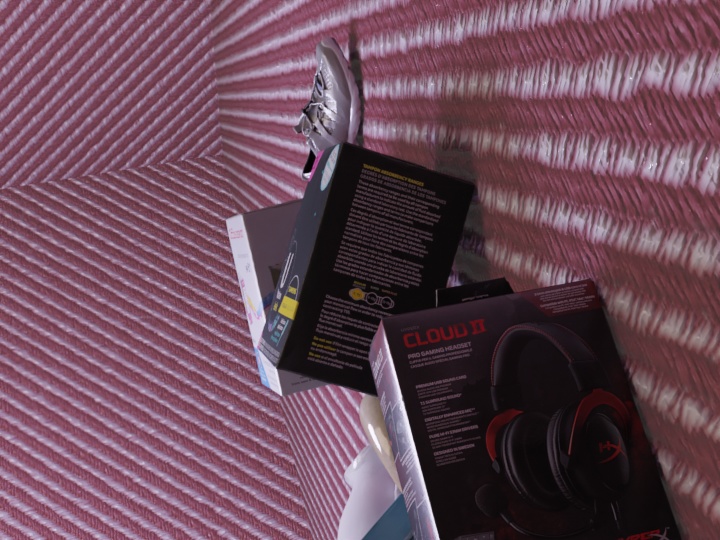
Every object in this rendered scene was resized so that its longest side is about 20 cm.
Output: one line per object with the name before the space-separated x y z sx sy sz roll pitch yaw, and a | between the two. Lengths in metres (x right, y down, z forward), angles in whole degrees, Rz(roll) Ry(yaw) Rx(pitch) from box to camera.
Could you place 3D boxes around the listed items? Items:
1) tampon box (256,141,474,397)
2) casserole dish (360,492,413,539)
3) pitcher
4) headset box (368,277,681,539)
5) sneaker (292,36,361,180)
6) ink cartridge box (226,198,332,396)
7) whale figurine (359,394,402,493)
tampon box | 0.000 0.000 0.996 0.150 0.125 0.201 -170 97 -78
casserole dish | 0.043 0.277 1.172 0.039 0.200 0.121 37 153 18
pitcher | 0.036 0.292 1.358 0.201 0.120 0.172 -95 18 -53
headset box | 0.096 0.101 0.704 0.075 0.147 0.201 106 153 -65
sneaker | -0.044 -0.191 1.377 0.075 0.081 0.201 -115 18 -55
ink cartridge box | -0.083 0.026 1.220 0.144 0.084 0.202 179 80 -76
whale figurine | 0.083 0.188 1.073 0.201 0.103 0.159 57 175 -4
